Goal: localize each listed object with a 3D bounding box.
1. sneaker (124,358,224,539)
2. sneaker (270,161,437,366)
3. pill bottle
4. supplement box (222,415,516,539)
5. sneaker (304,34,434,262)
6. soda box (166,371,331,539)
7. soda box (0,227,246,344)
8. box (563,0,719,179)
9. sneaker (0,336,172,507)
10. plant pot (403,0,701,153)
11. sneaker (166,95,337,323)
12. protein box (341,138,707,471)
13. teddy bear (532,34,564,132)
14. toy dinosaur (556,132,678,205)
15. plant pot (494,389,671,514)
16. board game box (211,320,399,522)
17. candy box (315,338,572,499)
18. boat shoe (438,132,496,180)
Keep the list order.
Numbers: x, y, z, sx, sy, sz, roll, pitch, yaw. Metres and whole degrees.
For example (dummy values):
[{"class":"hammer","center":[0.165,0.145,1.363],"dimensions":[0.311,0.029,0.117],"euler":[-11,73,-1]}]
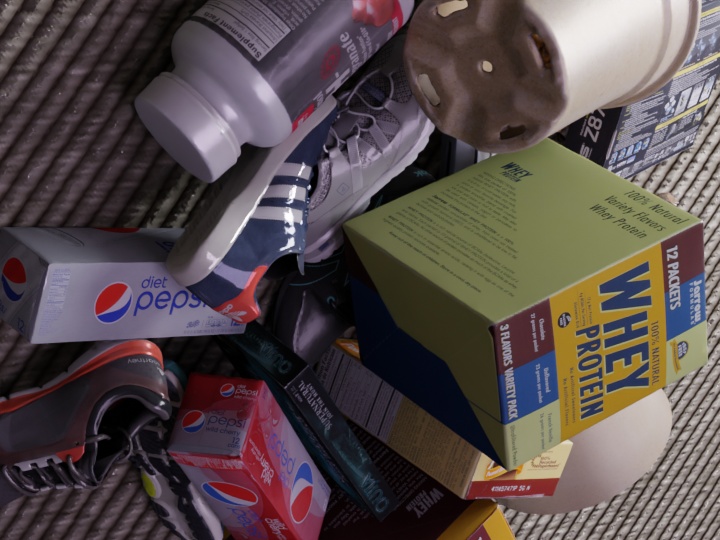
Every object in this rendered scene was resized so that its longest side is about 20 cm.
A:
[{"class":"sneaker","center":[-0.141,0.136,1.585],"dimensions":[0.080,0.077,0.200],"euler":[-54,148,-34]},{"class":"sneaker","center":[0.000,0.000,1.616],"dimensions":[0.075,0.079,0.200],"euler":[32,92,-49]},{"class":"pill bottle","center":[-0.065,-0.160,1.430],"dimensions":[0.200,0.111,0.111],"euler":[-45,137,-14]},{"class":"supplement box","center":[0.005,0.254,1.684],"dimensions":[0.197,0.200,0.133],"euler":[-44,137,-15]},{"class":"sneaker","center":[-0.008,-0.100,1.547],"dimensions":[0.082,0.075,0.200],"euler":[29,93,-50]},{"class":"soda box","center":[-0.084,0.156,1.556],"dimensions":[0.200,0.063,0.070],"euler":[64,36,-56]},{"class":"soda box","center":[-0.172,0.009,1.462],"dimensions":[0.200,0.068,0.064],"euler":[-1,115,-43]},{"class":"box","center":[0.252,-0.163,1.711],"dimensions":[0.200,0.049,0.161],"euler":[-26,140,-51]},{"class":"sneaker","center":[-0.223,0.129,1.450],"dimensions":[0.200,0.082,0.077],"euler":[-37,140,8]},{"class":"plant pot","center":[0.131,-0.182,1.497],"dimensions":[0.183,0.200,0.201],"euler":[-42,141,-49]},{"class":"sneaker","center":[-0.062,-0.045,1.473],"dimensions":[0.085,0.075,0.200],"euler":[46,60,-21]},{"class":"protein box","center":[0.127,0.019,1.535],"dimensions":[0.200,0.198,0.135],"euler":[-25,126,-25]},{"class":"teddy bear","center":[0.195,-0.207,1.698],"dimensions":[0.200,0.067,0.145],"euler":[-55,148,-13]},{"class":"toy dinosaur","center":[0.187,-0.041,1.773],"dimensions":[0.200,0.086,0.136],"euler":[4,130,-34]},{"class":"plant pot","center":[0.156,0.080,1.758],"dimensions":[0.187,0.187,0.200],"euler":[-40,125,-19]},{"class":"board game box","center":[-0.051,0.108,1.590],"dimensions":[0.028,0.135,0.200],"euler":[-43,136,-11]},{"class":"candy box","center":[0.065,0.122,1.660],"dimensions":[0.115,0.200,0.055],"euler":[6,109,-45]},{"class":"boat shoe","center":[0.110,-0.072,1.669],"dimensions":[0.086,0.075,0.202],"euler":[-1,112,-11]}]
